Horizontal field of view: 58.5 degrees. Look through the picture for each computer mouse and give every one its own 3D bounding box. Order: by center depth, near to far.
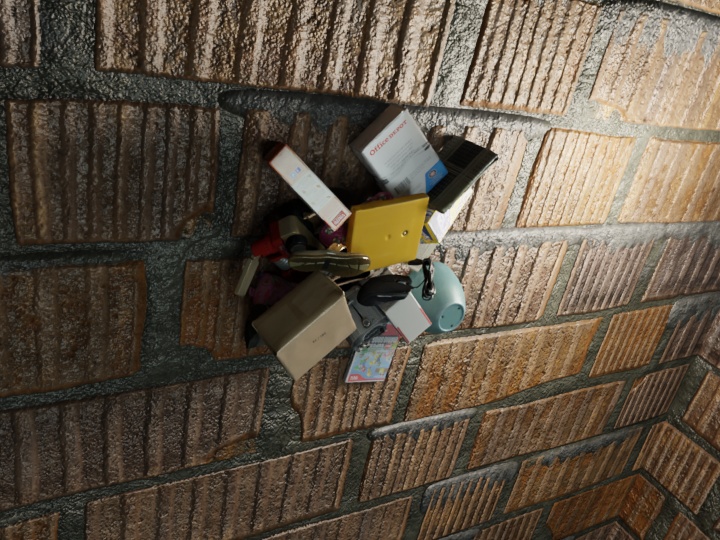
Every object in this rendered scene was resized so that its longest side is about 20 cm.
[{"bbox_3d":[0.085,0.016,1.544,0.197,0.142,0.046,-7,133,19],"label":"computer mouse"}]

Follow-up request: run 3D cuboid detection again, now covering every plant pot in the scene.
[{"bbox_3d":[0.216,0.097,1.798,0.197,0.135,0.203,-16,126,-23],"label":"plant pot"}]

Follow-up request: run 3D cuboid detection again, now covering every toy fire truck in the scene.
[{"bbox_3d":[-0.184,-0.017,1.458,0.197,0.130,0.176,-22,147,14],"label":"toy fire truck"}]

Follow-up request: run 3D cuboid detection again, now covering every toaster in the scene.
[{"bbox_3d":[-0.006,0.123,1.642,0.113,0.130,0.200,-36,167,-7],"label":"toaster"}]

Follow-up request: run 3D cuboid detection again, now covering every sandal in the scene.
[{"bbox_3d":[-0.065,-0.030,1.394,0.197,0.055,0.080,5,147,-25],"label":"sandal"}]

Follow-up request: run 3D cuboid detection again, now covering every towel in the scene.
[{"bbox_3d":[0.219,-0.231,1.560,0.200,0.192,0.035,-45,126,-2],"label":"towel"}]

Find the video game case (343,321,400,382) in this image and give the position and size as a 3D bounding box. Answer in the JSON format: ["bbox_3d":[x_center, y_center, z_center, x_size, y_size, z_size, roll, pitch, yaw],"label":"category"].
[{"bbox_3d":[0.039,0.232,1.845,0.141,0.017,0.203,4,116,-35],"label":"video game case"}]

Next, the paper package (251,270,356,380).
[{"bbox_3d":[-0.121,0.127,1.462,0.199,0.103,0.191,-40,152,-11],"label":"paper package"}]

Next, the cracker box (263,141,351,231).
[{"bbox_3d":[-0.115,-0.181,1.369,0.058,0.134,0.200,-45,108,0],"label":"cracker box"}]

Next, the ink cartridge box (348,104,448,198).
[{"bbox_3d":[0.091,-0.262,1.511,0.146,0.086,0.200,-42,121,-2],"label":"ink cartridge box"}]

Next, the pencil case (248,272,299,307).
[{"bbox_3d":[-0.171,0.072,1.571,0.198,0.087,0.088,22,105,-39],"label":"pencil case"}]

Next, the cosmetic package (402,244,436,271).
[{"bbox_3d":[0.092,-0.090,1.634,0.199,0.087,0.104,28,103,-42],"label":"cosmetic package"}]

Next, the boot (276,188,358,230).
[{"bbox_3d":[-0.098,-0.135,1.504,0.197,0.074,0.076,-17,139,-14],"label":"boot"}]

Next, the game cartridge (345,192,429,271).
[{"bbox_3d":[0.056,-0.084,1.472,0.197,0.033,0.178,-12,131,-28],"label":"game cartridge"}]

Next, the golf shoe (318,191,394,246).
[{"bbox_3d":[-0.009,-0.111,1.495,0.198,0.091,0.076,-27,96,-11],"label":"golf shoe"}]

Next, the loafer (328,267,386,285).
[{"bbox_3d":[0.000,0.000,1.546,0.197,0.063,0.073,-14,131,-18],"label":"loafer"}]

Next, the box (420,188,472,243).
[{"bbox_3d":[0.204,-0.159,1.617,0.070,0.064,0.201,54,56,-29],"label":"box"}]

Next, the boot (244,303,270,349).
[{"bbox_3d":[-0.201,0.131,1.547,0.129,0.069,0.200,-3,155,-23],"label":"boot"}]

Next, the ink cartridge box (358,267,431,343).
[{"bbox_3d":[0.077,0.068,1.648,0.083,0.200,0.145,-38,132,-1],"label":"ink cartridge box"}]
